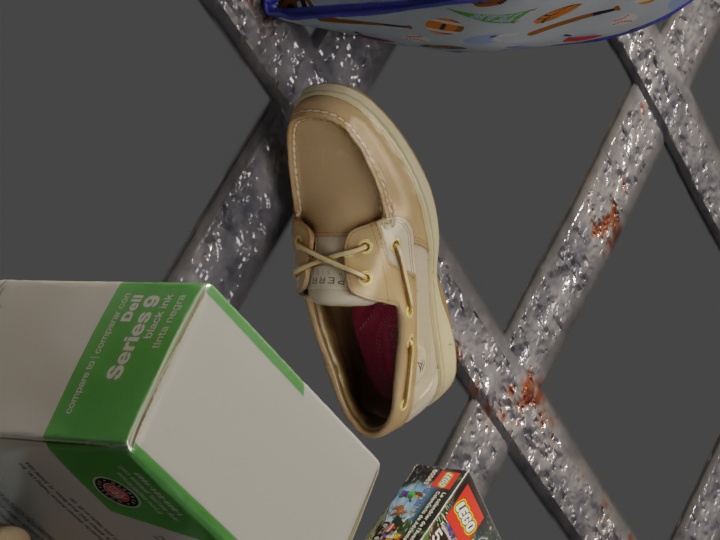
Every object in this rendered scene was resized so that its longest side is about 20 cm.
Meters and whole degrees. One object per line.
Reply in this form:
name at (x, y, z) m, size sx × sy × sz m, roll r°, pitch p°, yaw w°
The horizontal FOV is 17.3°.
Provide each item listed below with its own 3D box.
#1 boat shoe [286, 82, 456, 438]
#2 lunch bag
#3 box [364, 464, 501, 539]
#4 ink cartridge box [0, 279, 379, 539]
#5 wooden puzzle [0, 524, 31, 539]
boat shoe at (0.000, 0.000, 1.248) m, size 0.069 × 0.074 × 0.200 m, roll -48°, pitch 129°, yaw -45°
lunch bag at (0.079, -0.178, 1.229) m, size 0.170 × 0.200 × 0.124 m, roll 0°, pitch 94°, yaw -50°
box at (0.047, 0.226, 1.304) m, size 0.137 × 0.038 × 0.200 m, roll -52°, pitch 130°, yaw -35°
ink cartridge box at (-0.117, 0.074, 1.009) m, size 0.146 × 0.200 × 0.084 m, roll 49°, pitch 54°, yaw -42°
wooden puzzle at (-0.165, 0.221, 1.013) m, size 0.200 × 0.046 × 0.186 m, roll 91°, pitch 3°, yaw -69°
